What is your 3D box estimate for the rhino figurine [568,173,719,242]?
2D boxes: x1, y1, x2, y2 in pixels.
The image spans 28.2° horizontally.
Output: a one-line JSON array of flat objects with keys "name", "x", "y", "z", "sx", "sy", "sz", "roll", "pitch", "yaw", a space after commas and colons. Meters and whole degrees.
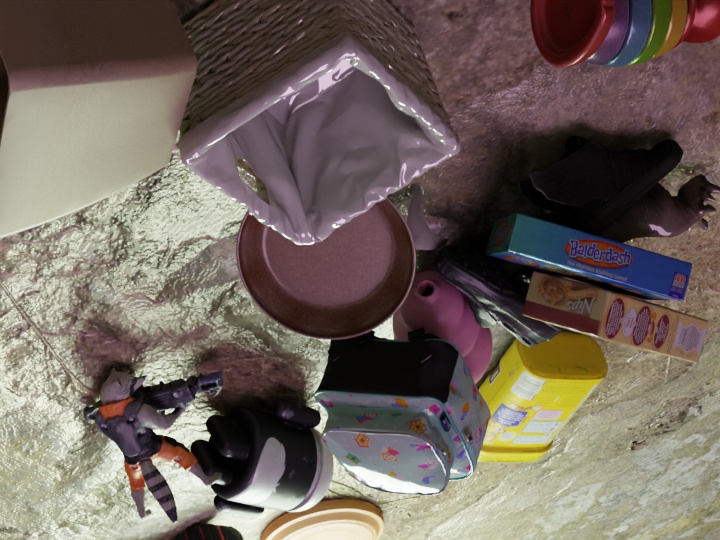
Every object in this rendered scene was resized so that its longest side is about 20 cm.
[{"name": "rhino figurine", "x": 0.334, "y": -0.074, "z": 1.658, "sx": 0.197, "sy": 0.088, "sz": 0.060, "roll": -7, "pitch": 145, "yaw": -11}]

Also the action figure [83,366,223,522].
[{"name": "action figure", "x": -0.249, "y": 0.201, "z": 1.767, "sx": 0.198, "sy": 0.105, "sz": 0.195, "roll": -24, "pitch": 109, "yaw": 20}]

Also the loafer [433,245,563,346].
[{"name": "loafer", "x": 0.153, "y": 0.035, "z": 1.649, "sx": 0.199, "sy": 0.069, "sz": 0.070, "roll": 29, "pitch": 119, "yaw": -34}]

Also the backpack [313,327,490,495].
[{"name": "backpack", "x": 0.055, "y": 0.174, "z": 1.660, "sx": 0.174, "sy": 0.155, "sz": 0.200, "roll": -3, "pitch": 150, "yaw": 27}]

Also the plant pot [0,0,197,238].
[{"name": "plant pot", "x": -0.251, "y": -0.172, "z": 1.221, "sx": 0.175, "sy": 0.201, "sz": 0.201, "roll": -10, "pitch": 147, "yaw": -28}]

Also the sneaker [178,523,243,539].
[{"name": "sneaker", "x": -0.250, "y": 0.435, "z": 2.175, "sx": 0.199, "sy": 0.075, "sz": 0.087, "roll": -26, "pitch": 158, "yaw": 22}]

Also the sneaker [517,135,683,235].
[{"name": "sneaker", "x": 0.268, "y": -0.115, "z": 1.586, "sx": 0.199, "sy": 0.105, "sz": 0.060, "roll": -41, "pitch": -175, "yaw": -26}]

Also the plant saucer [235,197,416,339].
[{"name": "plant saucer", "x": -0.036, "y": -0.021, "z": 1.571, "sx": 0.197, "sy": 0.037, "sz": 0.203, "roll": 3, "pitch": 116, "yaw": 6}]

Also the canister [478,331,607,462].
[{"name": "canister", "x": 0.233, "y": 0.173, "z": 1.965, "sx": 0.147, "sy": 0.087, "sz": 0.201, "roll": 4, "pitch": 140, "yaw": -26}]

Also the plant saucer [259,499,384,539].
[{"name": "plant saucer", "x": -0.058, "y": 0.420, "z": 2.244, "sx": 0.197, "sy": 0.033, "sz": 0.201, "roll": -10, "pitch": 144, "yaw": -7}]

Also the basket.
[{"name": "basket", "x": -0.048, "y": -0.162, "z": 1.325, "sx": 0.199, "sy": 0.162, "sz": 0.198, "roll": -31, "pitch": 143, "yaw": 20}]

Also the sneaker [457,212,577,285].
[{"name": "sneaker", "x": 0.215, "y": -0.006, "z": 1.721, "sx": 0.197, "sy": 0.077, "sz": 0.115, "roll": -14, "pitch": 147, "yaw": 3}]

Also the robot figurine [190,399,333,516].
[{"name": "robot figurine", "x": -0.127, "y": 0.251, "z": 1.904, "sx": 0.199, "sy": 0.126, "sz": 0.149, "roll": 19, "pitch": 150, "yaw": -39}]

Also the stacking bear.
[{"name": "stacking bear", "x": 0.273, "y": -0.254, "z": 1.374, "sx": 0.198, "sy": 0.122, "sz": 0.114, "roll": -7, "pitch": 144, "yaw": -25}]

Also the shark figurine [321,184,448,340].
[{"name": "shark figurine", "x": -0.001, "y": -0.003, "z": 1.644, "sx": 0.128, "sy": 0.090, "sz": 0.215, "roll": -33, "pitch": 170, "yaw": -40}]

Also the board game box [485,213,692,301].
[{"name": "board game box", "x": 0.248, "y": -0.013, "z": 1.583, "sx": 0.197, "sy": 0.046, "sz": 0.152, "roll": 15, "pitch": 178, "yaw": -4}]

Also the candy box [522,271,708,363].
[{"name": "candy box", "x": 0.293, "y": 0.054, "z": 1.638, "sx": 0.199, "sy": 0.056, "sz": 0.115, "roll": 16, "pitch": 180, "yaw": -42}]

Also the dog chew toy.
[{"name": "dog chew toy", "x": 0.093, "y": 0.068, "z": 1.723, "sx": 0.123, "sy": 0.126, "sz": 0.201, "roll": -16, "pitch": 150, "yaw": 2}]
